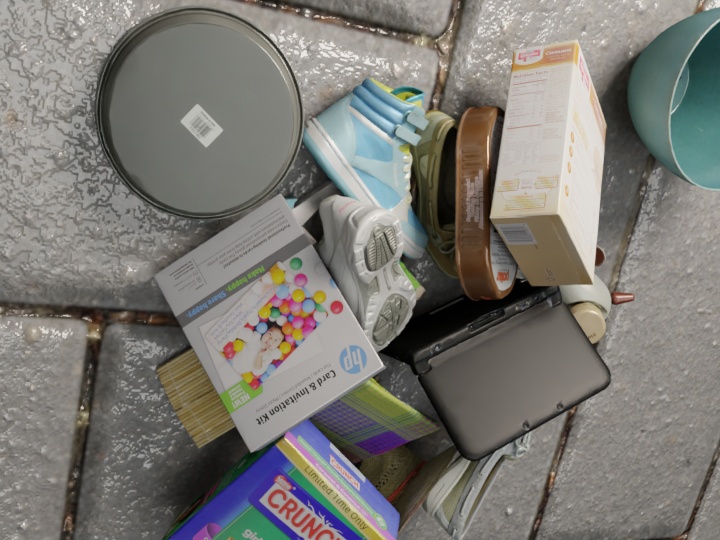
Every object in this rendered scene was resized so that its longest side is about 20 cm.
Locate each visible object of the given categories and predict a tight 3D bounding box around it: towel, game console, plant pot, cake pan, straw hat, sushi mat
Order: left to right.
[{"bbox_3d":[-0.148,-0.141,0.762,0.196,0.037,0.204,-4,108,-11],"label":"cake pan"},{"bbox_3d":[-0.112,0.098,0.861,0.198,0.012,0.097,-30,87,2],"label":"sushi mat"},{"bbox_3d":[-0.026,0.168,0.903,0.143,0.023,0.199,35,135,-28],"label":"towel"},{"bbox_3d":[0.036,0.255,0.986,0.085,0.201,0.202,39,91,10],"label":"straw hat"},{"bbox_3d":[0.143,0.100,0.915,0.198,0.175,0.118,-23,102,-19],"label":"game console"},{"bbox_3d":[0.392,-0.209,0.948,0.197,0.135,0.204,-9,113,-21],"label":"plant pot"}]

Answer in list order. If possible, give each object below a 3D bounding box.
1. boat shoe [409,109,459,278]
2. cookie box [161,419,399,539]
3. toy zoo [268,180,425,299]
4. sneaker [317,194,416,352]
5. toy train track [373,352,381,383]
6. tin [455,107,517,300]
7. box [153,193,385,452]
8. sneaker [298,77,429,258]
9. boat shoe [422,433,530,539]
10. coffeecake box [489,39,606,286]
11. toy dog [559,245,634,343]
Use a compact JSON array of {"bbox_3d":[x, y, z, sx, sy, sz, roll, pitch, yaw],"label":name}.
[{"bbox_3d":[0.104,-0.077,0.910,0.072,0.063,0.204,-20,117,-16],"label":"boat shoe"},{"bbox_3d":[-0.085,0.279,0.869,0.200,0.075,0.171,-42,98,14],"label":"cookie box"},{"bbox_3d":[-0.035,-0.002,0.887,0.131,0.020,0.200,-45,112,-4],"label":"toy zoo"},{"bbox_3d":[0.000,0.000,0.850,0.077,0.099,0.202,-30,137,-26],"label":"sneaker"},{"bbox_3d":[0.014,0.148,0.975,0.115,0.033,0.201,-42,122,-4],"label":"toy train track"},{"bbox_3d":[0.135,-0.071,0.857,0.111,0.041,0.204,1,89,-58],"label":"tin"},{"bbox_3d":[-0.091,0.051,0.806,0.155,0.041,0.202,-31,81,0],"label":"box"},{"bbox_3d":[0.041,-0.112,0.853,0.130,0.080,0.200,-42,122,3],"label":"sneaker"},{"bbox_3d":[0.158,0.230,0.974,0.203,0.065,0.074,-50,156,6],"label":"boat shoe"},{"bbox_3d":[0.203,-0.108,0.854,0.154,0.072,0.203,45,51,-52],"label":"coffeecake box"},{"bbox_3d":[0.272,-0.006,0.991,0.095,0.133,0.201,-20,130,9],"label":"toy dog"}]
